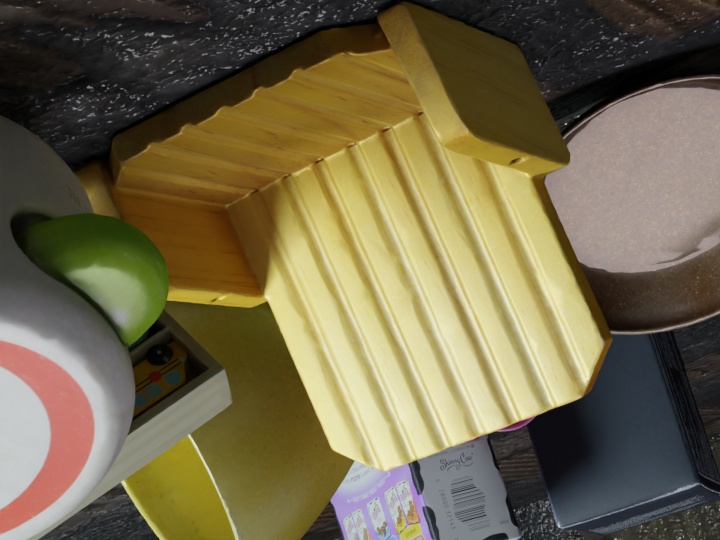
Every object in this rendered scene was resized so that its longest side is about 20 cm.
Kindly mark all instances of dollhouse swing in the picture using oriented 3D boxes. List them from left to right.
[{"bbox_3d":[0.000,0.000,0.965,0.200,0.176,0.182,-23,166,26],"label":"dollhouse swing"}]

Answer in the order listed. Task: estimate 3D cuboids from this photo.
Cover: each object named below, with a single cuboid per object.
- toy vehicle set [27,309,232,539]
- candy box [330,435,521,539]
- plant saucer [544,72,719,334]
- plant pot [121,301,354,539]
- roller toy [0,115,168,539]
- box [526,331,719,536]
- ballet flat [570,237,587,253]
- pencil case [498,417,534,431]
[{"bbox_3d":[-0.175,0.074,0.917,0.200,0.124,0.027,-35,141,-21],"label":"toy vehicle set"},{"bbox_3d":[0.028,0.130,1.466,0.071,0.201,0.168,-12,166,-25],"label":"candy box"},{"bbox_3d":[0.181,-0.045,1.159,0.200,0.037,0.201,-8,133,-8],"label":"plant saucer"},{"bbox_3d":[-0.074,0.086,1.240,0.142,0.200,0.200,-30,172,-23],"label":"plant pot"},{"bbox_3d":[-0.196,0.024,0.819,0.199,0.140,0.183,3,134,-24],"label":"roller toy"},{"bbox_3d":[0.199,0.101,1.570,0.123,0.201,0.198,-19,166,11],"label":"box"},{"bbox_3d":[0.040,-0.020,1.211,0.199,0.072,0.072,-13,166,-10],"label":"ballet flat"},{"bbox_3d":[0.048,0.049,1.262,0.094,0.091,0.200,35,171,-32],"label":"pencil case"}]
